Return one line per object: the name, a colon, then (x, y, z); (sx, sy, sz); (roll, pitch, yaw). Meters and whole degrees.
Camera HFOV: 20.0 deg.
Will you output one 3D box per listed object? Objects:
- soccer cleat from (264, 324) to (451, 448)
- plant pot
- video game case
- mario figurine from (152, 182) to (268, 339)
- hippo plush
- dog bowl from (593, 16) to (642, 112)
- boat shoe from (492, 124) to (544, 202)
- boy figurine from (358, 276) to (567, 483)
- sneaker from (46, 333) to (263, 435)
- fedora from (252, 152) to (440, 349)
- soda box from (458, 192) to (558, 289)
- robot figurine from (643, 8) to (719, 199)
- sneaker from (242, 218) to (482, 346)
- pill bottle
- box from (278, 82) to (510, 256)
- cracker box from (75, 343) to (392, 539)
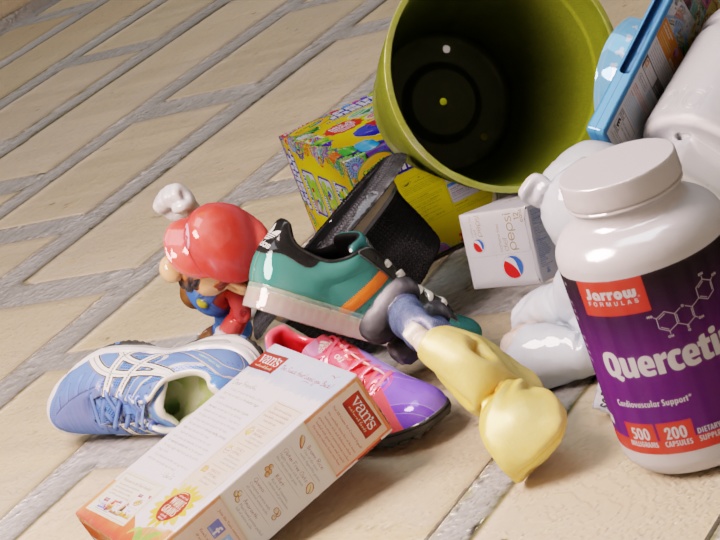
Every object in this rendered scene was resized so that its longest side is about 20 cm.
soccer cleat: (-0.009, 0.086, 1.556); (0.068, 0.073, 0.200); (-31, 21, -28)
plant pot: (0.094, -0.155, 1.737); (0.200, 0.201, 0.193); (-26, 2, -14)
video game case: (0.243, -0.154, 1.592); (0.018, 0.143, 0.200); (18, 71, 32)
mario figurine: (-0.140, 0.007, 1.738); (0.106, 0.123, 0.200); (-54, -11, -22)
hippo plush: (0.159, -0.005, 1.487); (0.159, 0.161, 0.200); (-16, 19, 15)
dog bowl: (0.268, -0.170, 1.685); (0.050, 0.112, 0.200); (14, 37, 39)
boat shoe: (0.174, -0.115, 1.810); (0.072, 0.070, 0.201); (103, -168, -64)
boy figurine: (0.083, 0.080, 1.437); (0.064, 0.124, 0.200); (-50, 42, 4)
sneaker: (-0.178, 0.100, 1.697); (0.200, 0.076, 0.077); (-15, 15, 21)
fedora: (0.000, 0.000, 1.702); (0.201, 0.092, 0.201); (-50, 5, 6)
soda box: (0.166, -0.040, 1.666); (0.068, 0.064, 0.200); (-7, 9, 38)
robot figurine: (0.290, -0.126, 1.552); (0.200, 0.113, 0.170); (-57, 2, -23)
sneaker: (0.011, 0.015, 1.578); (0.200, 0.080, 0.071); (15, -1, -23)
pill bottle: (0.194, 0.022, 1.312); (0.112, 0.200, 0.112); (-19, 18, 7)
box: (0.058, -0.102, 1.935); (0.200, 0.122, 0.193); (-26, 18, -15)
cracker box: (-0.091, 0.144, 1.459); (0.200, 0.058, 0.134); (-41, 24, -17)
